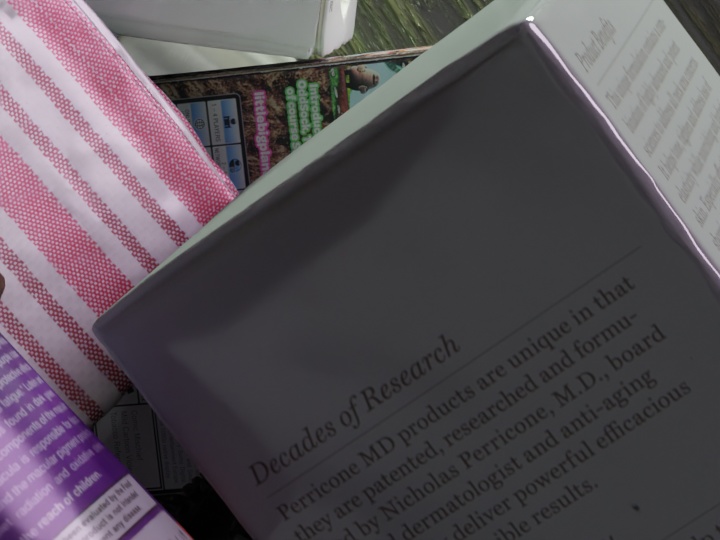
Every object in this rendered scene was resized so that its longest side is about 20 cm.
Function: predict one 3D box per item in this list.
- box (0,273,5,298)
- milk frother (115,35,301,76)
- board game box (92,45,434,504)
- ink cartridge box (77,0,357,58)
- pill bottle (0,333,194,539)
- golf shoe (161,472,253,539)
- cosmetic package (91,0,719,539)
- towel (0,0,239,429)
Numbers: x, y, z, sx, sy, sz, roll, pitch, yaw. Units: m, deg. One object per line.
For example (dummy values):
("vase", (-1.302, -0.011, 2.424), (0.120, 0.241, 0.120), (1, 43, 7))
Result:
("box", (-0.210, 0.022, 0.610), (0.200, 0.164, 0.166), (42, 16, -17))
("milk frother", (-0.036, -0.086, 1.256), (0.188, 0.200, 0.181), (36, 4, -35))
("board game box", (0.000, 0.000, 1.033), (0.097, 0.200, 0.160), (-31, 116, -76))
("ink cartridge box", (-0.099, -0.135, 1.039), (0.200, 0.088, 0.145), (10, 9, 3))
("pill bottle", (-0.143, 0.055, 0.805), (0.200, 0.111, 0.111), (47, 15, 1))
("golf shoe", (-0.023, 0.131, 0.884), (0.094, 0.078, 0.200), (49, 21, -28))
("cosmetic package", (0.060, 0.030, 0.872), (0.200, 0.166, 0.167), (53, 20, -5))
("towel", (-0.134, -0.005, 0.919), (0.146, 0.030, 0.200), (50, 57, -11))
